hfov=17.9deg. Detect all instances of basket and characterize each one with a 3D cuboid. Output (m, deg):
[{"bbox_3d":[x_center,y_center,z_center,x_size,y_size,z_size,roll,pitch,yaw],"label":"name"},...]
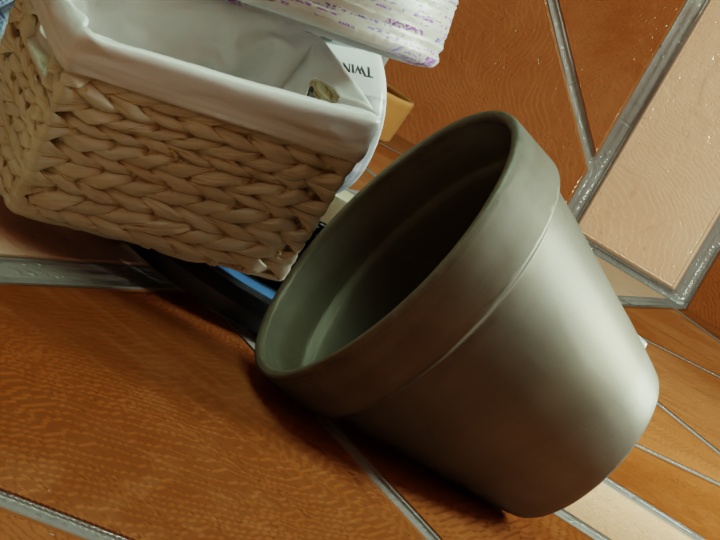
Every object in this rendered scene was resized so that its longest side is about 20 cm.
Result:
[{"bbox_3d":[-0.113,-0.088,1.336,0.200,0.124,0.136,14,24,-28],"label":"basket"}]

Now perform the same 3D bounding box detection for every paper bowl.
[{"bbox_3d":[-0.031,-0.203,1.418,0.200,0.105,0.201,20,4,-1],"label":"paper bowl"}]

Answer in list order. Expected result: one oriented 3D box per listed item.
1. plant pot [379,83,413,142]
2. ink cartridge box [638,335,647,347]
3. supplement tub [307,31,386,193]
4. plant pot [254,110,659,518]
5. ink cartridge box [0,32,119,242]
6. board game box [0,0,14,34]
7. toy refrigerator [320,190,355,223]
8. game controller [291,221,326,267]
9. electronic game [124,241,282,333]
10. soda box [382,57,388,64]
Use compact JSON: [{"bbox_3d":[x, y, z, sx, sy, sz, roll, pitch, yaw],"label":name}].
[{"bbox_3d":[-0.074,-0.136,1.993,0.200,0.140,0.200,30,7,-4],"label":"plant pot"},{"bbox_3d":[0.106,0.031,1.786,0.200,0.084,0.145,29,7,-10],"label":"ink cartridge box"},{"bbox_3d":[-0.093,-0.123,1.545,0.200,0.123,0.123,8,17,-28],"label":"supplement tub"},{"bbox_3d":[0.068,0.040,1.282,0.174,0.200,0.200,45,2,-19],"label":"plant pot"},{"bbox_3d":[-0.221,-0.083,1.502,0.200,0.050,0.161,50,10,3],"label":"ink cartridge box"},{"bbox_3d":[-0.238,-0.214,1.653,0.200,0.062,0.200,-36,90,-43],"label":"board game box"},{"bbox_3d":[-0.102,-0.065,1.656,0.200,0.076,0.070,29,7,0],"label":"toy refrigerator"},{"bbox_3d":[0.000,0.000,1.495,0.104,0.042,0.200,42,5,4],"label":"game controller"},{"bbox_3d":[-0.084,-0.012,1.450,0.200,0.042,0.200,33,9,-6],"label":"electronic game"},{"bbox_3d":[-0.042,-0.114,1.723,0.063,0.200,0.068,30,9,-5],"label":"soda box"}]
